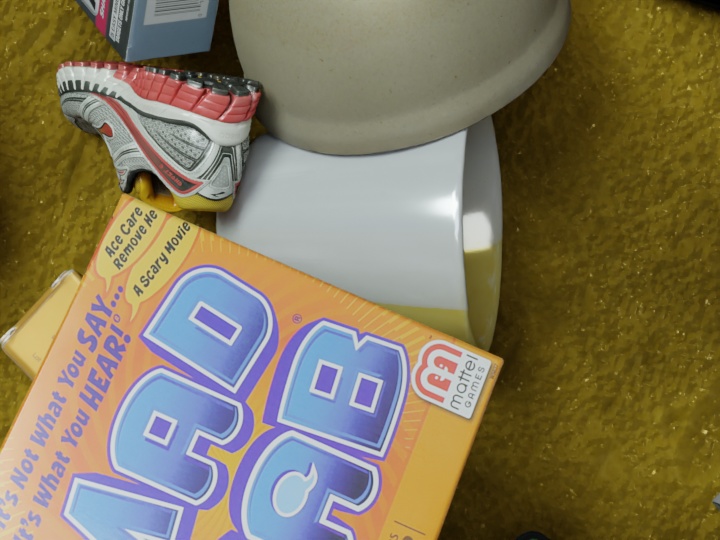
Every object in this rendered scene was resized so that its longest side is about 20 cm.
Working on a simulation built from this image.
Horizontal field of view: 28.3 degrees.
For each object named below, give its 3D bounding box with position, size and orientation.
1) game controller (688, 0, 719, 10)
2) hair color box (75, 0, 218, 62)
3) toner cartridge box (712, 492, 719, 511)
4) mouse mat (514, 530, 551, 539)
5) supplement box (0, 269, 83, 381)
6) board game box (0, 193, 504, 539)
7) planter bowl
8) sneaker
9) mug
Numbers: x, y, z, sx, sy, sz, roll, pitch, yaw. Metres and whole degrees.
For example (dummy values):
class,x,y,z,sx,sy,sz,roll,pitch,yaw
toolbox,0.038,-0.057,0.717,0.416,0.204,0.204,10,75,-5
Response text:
class,x,y,z,sx,sy,sz,roll,pitch,yaw
game controller,0.263,-0.200,0.872,0.197,0.042,0.106,17,87,5
hair color box,-0.152,-0.221,0.843,0.060,0.100,0.200,-13,46,-33
toner cartridge box,0.292,0.080,0.818,0.200,0.095,0.043,-45,81,0
mouse mat,0.114,0.270,0.821,0.200,0.008,0.161,44,80,-13
supplement box,-0.126,0.093,0.874,0.067,0.069,0.200,-45,84,-1
board game box,-0.069,0.118,0.727,0.198,0.200,0.202,23,72,0
planter bowl,0.009,-0.182,0.801,0.198,0.136,0.202,-12,40,10
sneaker,-0.129,-0.079,0.838,0.077,0.199,0.083,2,100,-30
mug,-0.002,-0.007,0.835,0.151,0.149,0.189,0,78,13
